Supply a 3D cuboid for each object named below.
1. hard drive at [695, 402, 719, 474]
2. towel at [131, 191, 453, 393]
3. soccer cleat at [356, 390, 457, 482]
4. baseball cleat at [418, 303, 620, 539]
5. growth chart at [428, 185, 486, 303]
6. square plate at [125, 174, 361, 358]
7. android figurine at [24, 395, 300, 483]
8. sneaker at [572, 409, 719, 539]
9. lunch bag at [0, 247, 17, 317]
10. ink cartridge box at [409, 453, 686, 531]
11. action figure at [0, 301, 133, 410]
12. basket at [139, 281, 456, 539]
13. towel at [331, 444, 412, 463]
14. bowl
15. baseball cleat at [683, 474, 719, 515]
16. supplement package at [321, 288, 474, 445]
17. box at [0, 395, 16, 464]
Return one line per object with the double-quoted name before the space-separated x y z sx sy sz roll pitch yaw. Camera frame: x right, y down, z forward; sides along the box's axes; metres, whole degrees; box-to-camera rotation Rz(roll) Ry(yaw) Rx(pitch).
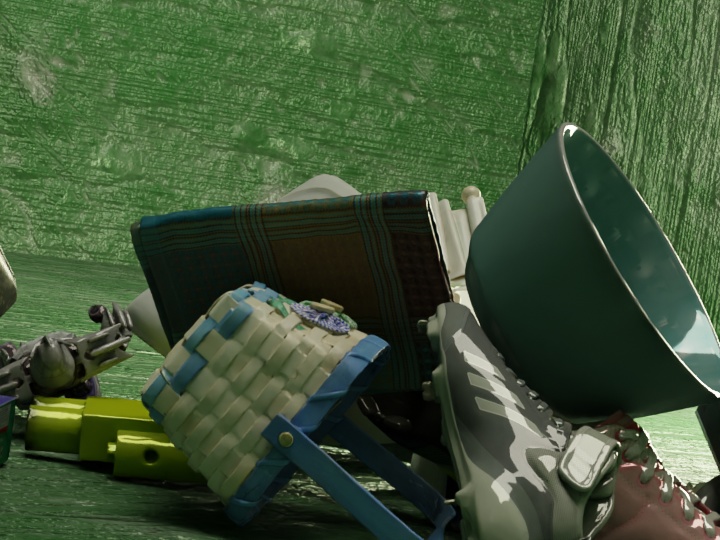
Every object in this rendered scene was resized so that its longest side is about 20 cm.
"hard drive" 0.290 0.138 1.603 0.139 0.033 0.200 26 13 -6
"towel" -0.038 0.021 1.619 0.199 0.147 0.022 -5 31 19
"soccer cleat" 0.084 0.118 1.657 0.200 0.065 0.084 36 12 33
"baseball cleat" 0.096 0.096 1.491 0.106 0.201 0.070 -9 -41 0
"growth chart" 0.000 0.000 1.719 0.199 0.018 0.145 -12 38 14
"square plate" -0.053 0.008 1.784 0.198 0.029 0.200 -35 35 -16
"android figurine" -0.127 0.114 1.721 0.199 0.041 0.182 7 2 -7
"sneaker" 0.181 0.143 1.527 0.199 0.105 0.075 11 1 12
"lunch bag" -0.367 0.018 1.765 0.199 0.140 0.168 13 49 31
"ink cartridge box" 0.143 0.157 1.755 0.198 0.041 0.200 9 3 -9
"action figure" -0.227 0.068 1.822 0.129 0.070 0.200 -10 -8 -9
"basket" -0.026 0.100 1.534 0.200 0.139 0.176 44 4 1
"towel" -0.008 0.078 1.958 0.199 0.147 0.022 10 33 21
"bowl" 0.138 0.018 1.600 0.105 0.202 0.201 -30 -10 16
"baseball cleat" 0.277 0.172 1.628 0.106 0.070 0.200 19 11 34
"supplement package" -0.016 0.046 1.848 0.199 0.120 0.121 -4 33 28
"box" -0.323 0.087 1.576 0.199 0.049 0.117 8 2 1
